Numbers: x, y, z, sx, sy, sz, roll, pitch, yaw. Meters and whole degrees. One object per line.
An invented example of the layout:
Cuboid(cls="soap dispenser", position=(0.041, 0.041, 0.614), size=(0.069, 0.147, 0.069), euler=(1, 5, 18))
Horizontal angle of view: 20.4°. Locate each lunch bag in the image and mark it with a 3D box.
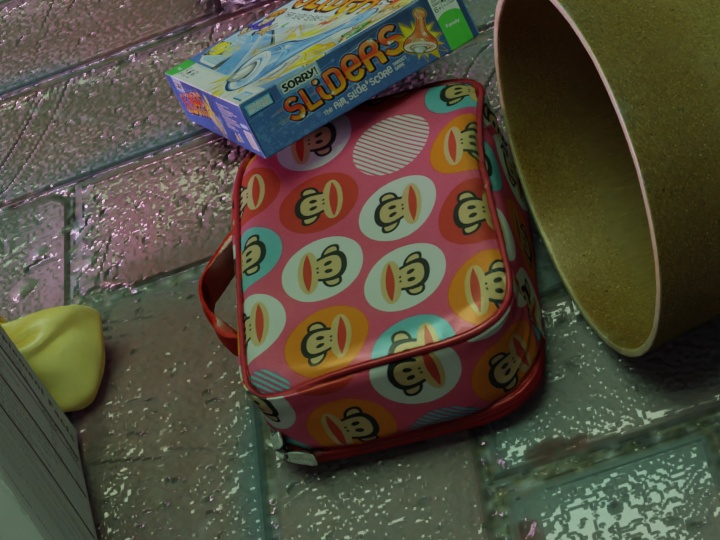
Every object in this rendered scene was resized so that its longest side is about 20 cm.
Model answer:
Cuboid(cls="lunch bag", position=(0.000, 0.000, 1.032), size=(0.175, 0.082, 0.201), euler=(-16, 45, 14))

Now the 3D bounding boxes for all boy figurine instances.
Cuboid(cls="boy figurine", position=(-0.237, 0.027, 1.105), size=(0.199, 0.124, 0.065), euler=(14, 74, 13))

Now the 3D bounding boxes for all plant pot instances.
Cuboid(cls="plant pot", position=(0.190, -0.077, 0.958), size=(0.199, 0.187, 0.187), euler=(-18, 42, -11))

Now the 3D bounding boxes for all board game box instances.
Cuboid(cls="board game box", position=(-0.028, -0.122, 1.129), size=(0.135, 0.035, 0.200), euler=(-31, 17, -10))

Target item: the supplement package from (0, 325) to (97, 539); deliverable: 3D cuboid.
Cuboid(cls="supplement package", position=(-0.206, 0.114, 0.975), size=(0.117, 0.118, 0.200), euler=(-30, 28, 0))
